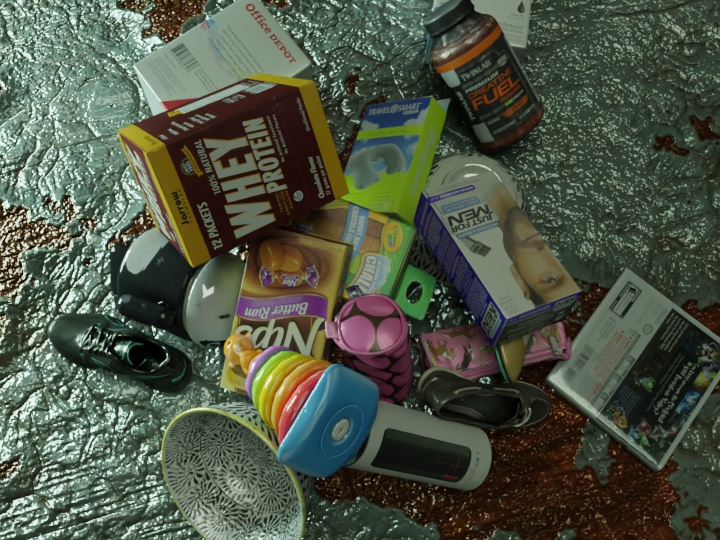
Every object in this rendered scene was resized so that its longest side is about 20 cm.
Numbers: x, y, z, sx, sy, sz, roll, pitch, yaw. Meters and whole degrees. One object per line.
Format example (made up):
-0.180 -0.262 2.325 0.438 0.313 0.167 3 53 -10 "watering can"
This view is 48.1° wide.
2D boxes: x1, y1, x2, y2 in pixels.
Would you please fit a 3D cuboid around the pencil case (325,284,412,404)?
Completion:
0.016 0.101 0.978 0.092 0.201 0.092 -15 60 -1 "pencil case"

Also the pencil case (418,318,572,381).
0.171 0.100 1.041 0.196 0.087 0.084 -14 79 -4 "pencil case"

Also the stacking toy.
-0.086 0.125 0.881 0.199 0.110 0.117 29 85 38 "stacking toy"

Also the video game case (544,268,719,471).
0.371 0.127 1.070 0.181 0.023 0.201 38 73 11 "video game case"

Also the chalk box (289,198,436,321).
0.000 0.000 1.050 0.197 0.124 0.126 20 70 6 "chalk box"

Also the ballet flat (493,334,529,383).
0.177 0.038 0.987 0.062 0.069 0.203 -20 55 11 "ballet flat"

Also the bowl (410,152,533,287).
0.148 -0.086 1.101 0.197 0.094 0.205 0 72 -1 "bowl"

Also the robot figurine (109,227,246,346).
-0.227 0.021 1.028 0.197 0.125 0.152 19 66 22 "robot figurine"

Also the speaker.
0.062 0.205 0.953 0.198 0.081 0.083 21 66 -35 "speaker"

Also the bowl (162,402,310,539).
-0.128 0.231 0.956 0.200 0.202 0.094 37 34 11 "bowl"

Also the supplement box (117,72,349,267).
-0.153 -0.127 0.943 0.198 0.197 0.135 -27 115 -17 "supplement box"

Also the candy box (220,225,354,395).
-0.087 0.054 0.958 0.115 0.056 0.204 14 97 10 "candy box"

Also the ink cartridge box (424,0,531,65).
0.183 -0.407 1.217 0.142 0.084 0.204 9 71 2 "ink cartridge box"

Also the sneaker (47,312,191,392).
-0.312 0.094 1.035 0.196 0.079 0.077 16 71 6 "sneaker"

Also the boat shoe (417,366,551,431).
0.160 0.170 0.993 0.197 0.068 0.057 15 24 -25 "boat shoe"

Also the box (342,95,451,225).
0.044 -0.158 1.118 0.120 0.048 0.203 2 66 40 "box"

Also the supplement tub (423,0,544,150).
0.165 -0.274 1.115 0.107 0.107 0.201 -41 111 -14 "supplement tub"

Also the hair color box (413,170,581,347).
0.157 -0.019 0.960 0.108 0.065 0.202 -17 59 -22 "hair color box"

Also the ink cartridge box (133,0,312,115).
-0.181 -0.247 1.120 0.199 0.145 0.146 -35 76 -12 "ink cartridge box"
